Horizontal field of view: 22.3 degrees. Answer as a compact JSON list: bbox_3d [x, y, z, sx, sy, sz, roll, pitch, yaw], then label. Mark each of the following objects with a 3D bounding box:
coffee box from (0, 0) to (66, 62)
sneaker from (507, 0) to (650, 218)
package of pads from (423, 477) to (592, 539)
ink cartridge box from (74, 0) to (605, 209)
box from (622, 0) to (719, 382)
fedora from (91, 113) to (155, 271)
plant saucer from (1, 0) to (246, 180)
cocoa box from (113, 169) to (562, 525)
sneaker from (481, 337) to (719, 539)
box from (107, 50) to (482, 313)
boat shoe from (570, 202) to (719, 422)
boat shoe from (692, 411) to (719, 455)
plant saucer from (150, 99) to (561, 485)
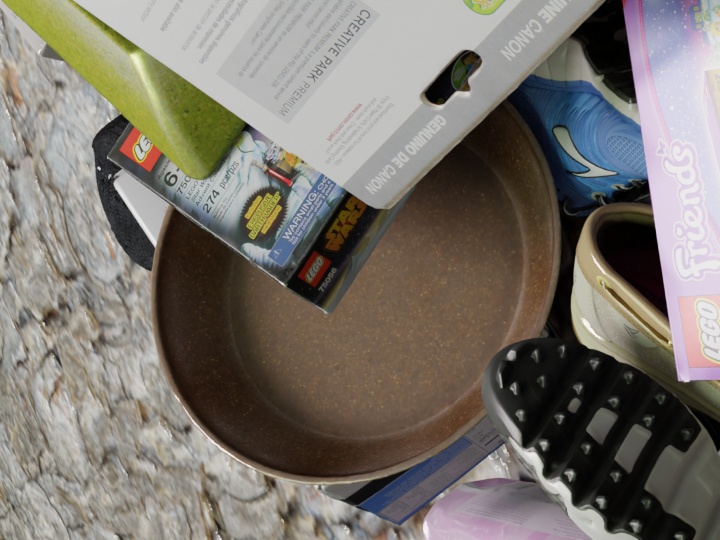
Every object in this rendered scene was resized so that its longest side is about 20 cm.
[{"bbox_3d":[-0.124,-0.221,0.979,0.113,0.080,0.200,50,117,32],"label":"coffee box"},{"bbox_3d":[0.121,-0.063,0.776,0.200,0.078,0.089,38,148,56],"label":"sneaker"},{"bbox_3d":[0.118,0.176,0.934,0.200,0.075,0.121,2,108,60],"label":"package of pads"},{"bbox_3d":[-0.006,-0.135,0.660,0.175,0.084,0.200,36,148,-9],"label":"ink cartridge box"},{"bbox_3d":[0.156,-0.064,0.613,0.137,0.039,0.201,-5,95,49],"label":"box"},{"bbox_3d":[-0.105,-0.051,1.140,0.201,0.091,0.201,40,142,41],"label":"fedora"},{"bbox_3d":[-0.082,-0.174,0.820,0.200,0.048,0.200,42,99,39],"label":"plant saucer"},{"bbox_3d":[-0.003,0.006,0.918,0.200,0.133,0.131,54,-174,24],"label":"cocoa box"},{"bbox_3d":[0.124,0.106,0.724,0.200,0.067,0.091,35,151,4],"label":"sneaker"},{"bbox_3d":[-0.010,-0.099,0.802,0.137,0.200,0.040,33,180,41],"label":"box"},{"bbox_3d":[0.167,0.031,0.701,0.199,0.074,0.066,21,152,26],"label":"boat shoe"},{"bbox_3d":[0.168,0.076,0.780,0.201,0.071,0.070,59,151,16],"label":"boat shoe"},{"bbox_3d":[0.000,0.000,0.819,0.201,0.200,0.037,51,-172,28],"label":"plant saucer"}]
